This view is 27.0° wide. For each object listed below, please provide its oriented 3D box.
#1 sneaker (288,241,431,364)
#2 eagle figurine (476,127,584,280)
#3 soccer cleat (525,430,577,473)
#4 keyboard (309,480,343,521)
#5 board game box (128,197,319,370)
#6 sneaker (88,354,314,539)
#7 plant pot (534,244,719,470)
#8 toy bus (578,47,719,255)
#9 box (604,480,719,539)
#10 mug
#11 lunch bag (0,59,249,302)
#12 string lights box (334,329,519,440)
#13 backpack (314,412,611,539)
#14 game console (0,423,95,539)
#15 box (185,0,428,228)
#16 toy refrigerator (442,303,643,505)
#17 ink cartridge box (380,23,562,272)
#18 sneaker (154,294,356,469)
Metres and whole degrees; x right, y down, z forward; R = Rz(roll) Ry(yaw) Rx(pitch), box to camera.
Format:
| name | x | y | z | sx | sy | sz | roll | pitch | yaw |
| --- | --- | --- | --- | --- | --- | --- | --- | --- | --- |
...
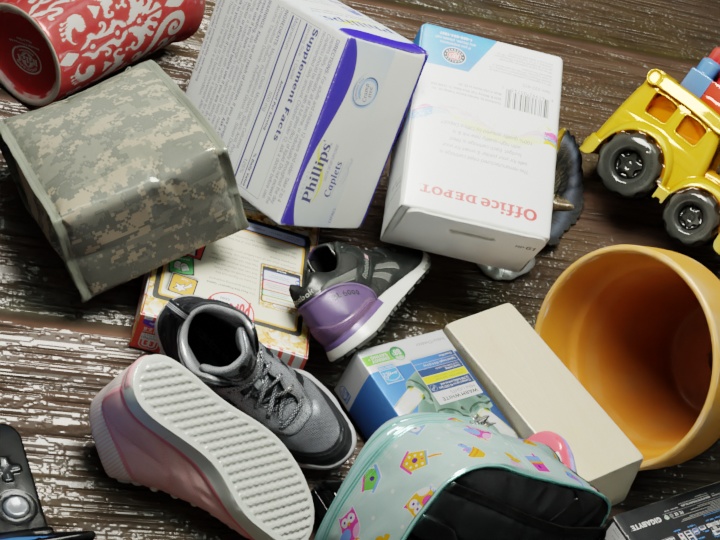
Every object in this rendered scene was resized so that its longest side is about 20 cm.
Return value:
| name | x | y | z | sx | sy | sz | roll | pitch | yaw |
| --- | --- | --- | --- | --- | --- | --- | --- | --- | --- |
| sneaker | 0.000 | 0.000 | 1.361 | 0.088 | 0.076 | 0.200 | 51 | 28 | -6 |
| eagle figurine | 0.167 | -0.092 | 1.561 | 0.200 | 0.151 | 0.152 | -88 | 154 | -76 |
| soccer cleat | 0.154 | 0.231 | 1.198 | 0.076 | 0.067 | 0.200 | 24 | 59 | -52 |
| keyboard | 0.013 | 0.253 | 1.185 | 0.104 | 0.040 | 0.200 | 10 | 37 | -52 |
| board game box | -0.118 | 0.002 | 1.358 | 0.151 | 0.046 | 0.200 | 16 | 42 | -11 |
| sneaker | -0.130 | 0.152 | 1.183 | 0.200 | 0.105 | 0.075 | 45 | 46 | -17 |
| plant pot | 0.293 | 0.080 | 1.387 | 0.183 | 0.200 | 0.200 | 3 | 44 | -45 |
| toy bus | 0.366 | -0.133 | 1.604 | 0.200 | 0.192 | 0.136 | 41 | 12 | 15 |
| box | 0.333 | 0.279 | 1.294 | 0.200 | 0.050 | 0.199 | -10 | 53 | -34 |
| mug | -0.282 | -0.247 | 1.504 | 0.200 | 0.177 | 0.134 | -42 | 109 | -42 |
| lunch bag | -0.217 | -0.092 | 1.318 | 0.164 | 0.118 | 0.200 | -25 | 47 | -13 |
| string lights box | 0.075 | 0.152 | 1.289 | 0.103 | 0.059 | 0.200 | -13 | 55 | -37 |
| backpack | 0.062 | 0.191 | 1.101 | 0.200 | 0.176 | 0.153 | 19 | 16 | -49 |
| game console | -0.310 | 0.159 | 1.049 | 0.200 | 0.116 | 0.176 | -3 | 49 | -29 |
| box | -0.062 | -0.161 | 1.401 | 0.105 | 0.184 | 0.200 | 5 | 23 | -43 |
| toy refrigerator | 0.153 | 0.127 | 1.331 | 0.076 | 0.070 | 0.200 | -18 | 52 | -29 |
| ink cartridge box | 0.105 | -0.113 | 1.408 | 0.144 | 0.085 | 0.200 | 13 | 63 | -10 |
| sneaker | -0.085 | 0.092 | 1.210 | 0.200 | 0.114 | 0.076 | 39 | 81 | 0 |
